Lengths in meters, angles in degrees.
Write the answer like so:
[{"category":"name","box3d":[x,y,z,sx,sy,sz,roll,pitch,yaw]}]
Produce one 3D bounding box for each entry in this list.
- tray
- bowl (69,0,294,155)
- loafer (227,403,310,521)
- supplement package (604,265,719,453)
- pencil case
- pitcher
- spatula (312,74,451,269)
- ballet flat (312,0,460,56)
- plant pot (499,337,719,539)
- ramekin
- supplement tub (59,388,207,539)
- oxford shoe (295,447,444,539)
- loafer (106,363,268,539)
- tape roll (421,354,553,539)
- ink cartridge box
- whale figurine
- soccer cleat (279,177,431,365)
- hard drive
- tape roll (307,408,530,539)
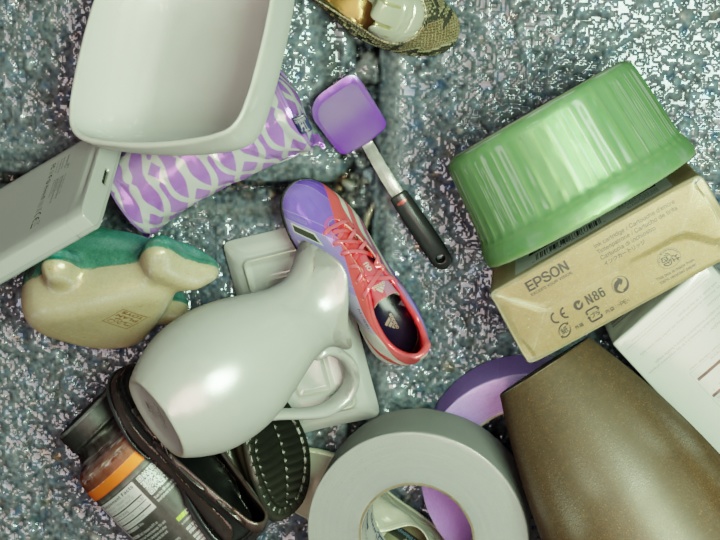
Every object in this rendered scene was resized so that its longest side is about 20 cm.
[{"category":"tray","box3d":[-0.056,0.059,1.300,0.107,0.022,0.201,-13,102,7]},{"category":"bowl","box3d":[-0.145,-0.188,1.179,0.199,0.075,0.201,4,75,30]},{"category":"loafer","box3d":[-0.107,0.140,1.298,0.071,0.073,0.201,-22,85,48]},{"category":"supplement package","box3d":[0.325,0.088,1.224,0.109,0.114,0.200,-42,96,11]},{"category":"pencil case","box3d":[-0.133,-0.106,1.242,0.199,0.084,0.086,-25,125,12]},{"category":"pitcher","box3d":[-0.092,0.094,1.211,0.200,0.121,0.172,-34,123,-24]},{"category":"spatula","box3d":[0.025,-0.084,1.259,0.056,0.021,0.201,-31,99,10]},{"category":"ballet flat","box3d":[-0.006,-0.242,1.197,0.199,0.075,0.068,28,103,-2]},{"category":"plant pot","box3d":[0.210,0.166,1.169,0.186,0.187,0.201,-34,83,12]},{"category":"ramekin","box3d":[0.171,-0.093,1.158,0.199,0.200,0.098,-29,92,11]},{"category":"supplement tub","box3d":[-0.192,0.204,1.303,0.107,0.107,0.200,-41,96,13]},{"category":"oxford shoe","box3d":[-0.005,0.234,1.318,0.199,0.058,0.075,31,108,0]},{"category":"loafer","box3d":[-0.151,0.162,1.242,0.200,0.072,0.063,54,139,0]},{"category":"tape roll","box3d":[0.157,0.184,1.288,0.199,0.066,0.202,1,103,6]},{"category":"ink cartridge box","box3d":[0.214,-0.014,1.184,0.199,0.165,0.075,-30,97,11]},{"category":"whale figurine","box3d":[-0.217,-0.001,1.234,0.199,0.159,0.104,-23,58,39]},{"category":"soccer cleat","box3d":[0.000,0.000,1.246,0.068,0.073,0.201,-36,100,-14]},{"category":"hard drive","box3d":[-0.304,-0.043,1.225,0.199,0.132,0.027,-26,125,23]},{"category":"tape roll","box3d":[0.055,0.230,1.241,0.199,0.066,0.202,3,105,10]}]
